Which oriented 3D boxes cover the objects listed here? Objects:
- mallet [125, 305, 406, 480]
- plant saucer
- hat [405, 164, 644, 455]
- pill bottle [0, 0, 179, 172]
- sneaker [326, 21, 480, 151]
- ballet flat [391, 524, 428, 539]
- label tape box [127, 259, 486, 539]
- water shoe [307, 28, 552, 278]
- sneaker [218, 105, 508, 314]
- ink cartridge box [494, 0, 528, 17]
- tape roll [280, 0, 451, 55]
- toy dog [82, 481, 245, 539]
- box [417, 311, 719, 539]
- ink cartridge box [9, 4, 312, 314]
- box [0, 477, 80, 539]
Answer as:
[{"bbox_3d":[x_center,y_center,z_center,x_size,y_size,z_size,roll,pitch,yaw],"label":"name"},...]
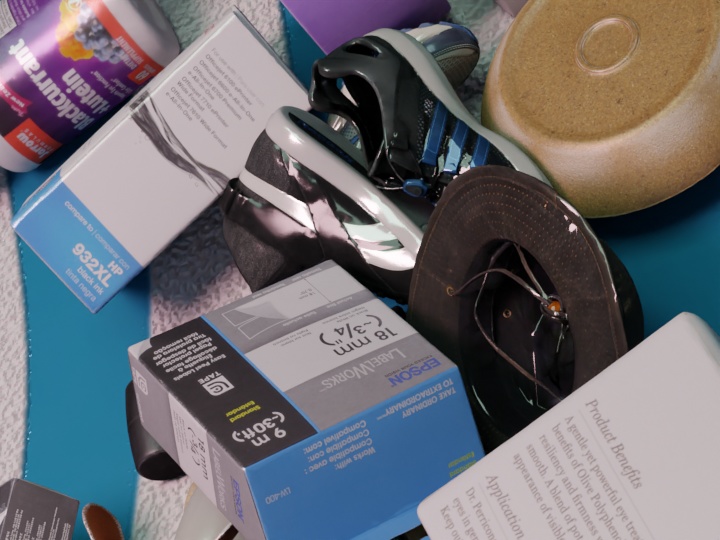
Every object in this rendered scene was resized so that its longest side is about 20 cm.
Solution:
[{"bbox_3d":[-0.063,0.062,1.331,0.199,0.041,0.066,-30,52,9],"label":"mallet"},{"bbox_3d":[0.154,-0.127,1.258,0.199,0.035,0.202,-17,54,24],"label":"plant saucer"},{"bbox_3d":[0.107,0.036,1.180,0.200,0.080,0.202,18,113,49],"label":"hat"},{"bbox_3d":[-0.240,-0.143,1.525,0.199,0.111,0.112,-37,48,8],"label":"pill bottle"},{"bbox_3d":[0.012,-0.071,1.350,0.200,0.077,0.085,-45,57,10],"label":"sneaker"},{"bbox_3d":[0.036,0.145,1.202,0.063,0.069,0.201,-19,49,-14],"label":"ballet flat"},{"bbox_3d":[-0.019,0.087,1.162,0.143,0.064,0.200,-24,40,-25],"label":"label tape box"},{"bbox_3d":[0.043,-0.059,1.256,0.079,0.072,0.200,-24,61,-32],"label":"water shoe"},{"bbox_3d":[0.000,0.000,1.289,0.200,0.073,0.112,40,112,13],"label":"sneaker"},{"bbox_3d":[0.122,-0.292,1.400,0.200,0.084,0.146,-44,47,3],"label":"ink cartridge box"},{"bbox_3d":[-0.033,-0.224,1.380,0.085,0.200,0.200,-39,48,4],"label":"tape roll"},{"bbox_3d":[-0.091,0.149,1.200,0.131,0.097,0.200,-3,19,12],"label":"toy dog"},{"bbox_3d":[0.169,0.173,0.992,0.171,0.200,0.200,-37,47,10],"label":"box"},{"bbox_3d":[-0.129,-0.078,1.385,0.200,0.084,0.145,-43,8,3],"label":"ink cartridge box"},{"bbox_3d":[-0.243,0.245,1.274,0.157,0.049,0.201,-33,41,52],"label":"box"}]
